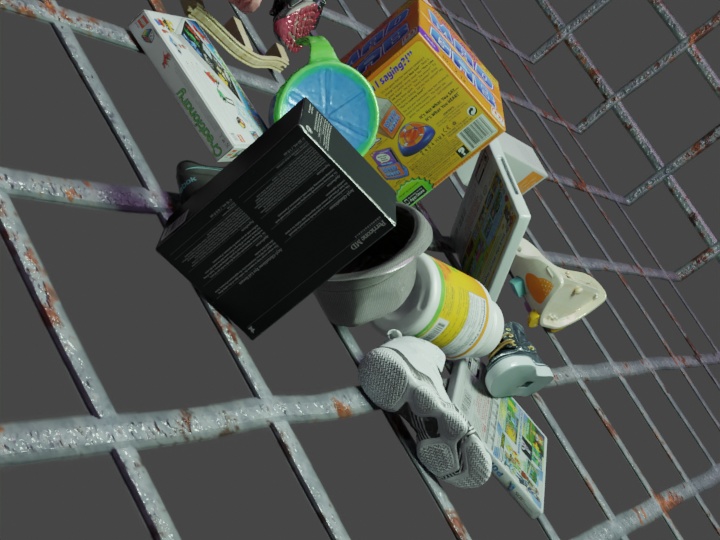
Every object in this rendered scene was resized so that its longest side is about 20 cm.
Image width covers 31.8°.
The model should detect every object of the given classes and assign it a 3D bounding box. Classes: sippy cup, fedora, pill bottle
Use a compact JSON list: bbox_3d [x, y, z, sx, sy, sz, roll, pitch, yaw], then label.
[{"bbox_3d":[-0.059,-0.196,1.618,0.139,0.179,0.130,31,-4,-19],"label":"sippy cup"},{"bbox_3d":[0.000,0.000,1.464,0.200,0.175,0.091,-55,140,-52],"label":"fedora"},{"bbox_3d":[0.100,0.051,1.605,0.199,0.111,0.112,24,34,-52],"label":"pill bottle"}]

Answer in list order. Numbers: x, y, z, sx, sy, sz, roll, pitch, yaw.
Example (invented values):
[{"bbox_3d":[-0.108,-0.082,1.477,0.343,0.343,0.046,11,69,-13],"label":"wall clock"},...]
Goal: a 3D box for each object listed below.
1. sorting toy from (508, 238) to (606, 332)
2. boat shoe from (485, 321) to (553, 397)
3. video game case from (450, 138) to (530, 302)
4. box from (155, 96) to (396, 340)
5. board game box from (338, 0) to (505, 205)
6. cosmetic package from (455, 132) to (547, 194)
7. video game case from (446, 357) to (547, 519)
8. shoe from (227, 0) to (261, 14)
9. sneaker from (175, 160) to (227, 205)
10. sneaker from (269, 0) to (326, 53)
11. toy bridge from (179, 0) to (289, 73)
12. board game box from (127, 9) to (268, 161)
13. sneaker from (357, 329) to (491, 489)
[{"bbox_3d":[0.293,0.001,2.127,0.199,0.107,0.181,15,35,-57],"label":"sorting toy"},{"bbox_3d":[0.196,0.118,1.716,0.091,0.071,0.200,58,14,20],"label":"boat shoe"},{"bbox_3d":[0.191,-0.065,1.896,0.023,0.201,0.183,2,43,-18],"label":"video game case"},{"bbox_3d":[-0.082,-0.049,1.254,0.141,0.199,0.079,46,21,-18],"label":"box"},{"bbox_3d":[0.079,-0.261,1.932,0.200,0.199,0.201,45,22,-20],"label":"board game box"},{"bbox_3d":[0.255,-0.194,2.337,0.199,0.101,0.072,16,41,-56],"label":"cosmetic package"},{"bbox_3d":[0.179,0.205,1.653,0.183,0.022,0.200,49,20,-9],"label":"video game case"},{"bbox_3d":[-0.184,-0.392,1.698,0.090,0.072,0.200,28,8,-22],"label":"shoe"},{"bbox_3d":[-0.118,-0.077,1.385,0.199,0.076,0.080,14,34,-49],"label":"sneaker"},{"bbox_3d":[-0.107,-0.392,1.944,0.074,0.081,0.200,21,24,0],"label":"sneaker"},{"bbox_3d":[-0.169,-0.318,1.740,0.199,0.027,0.068,25,35,-49],"label":"toy bridge"},{"bbox_3d":[-0.188,-0.222,1.536,0.201,0.034,0.126,56,20,8],"label":"board game box"},{"bbox_3d":[0.085,0.152,1.459,0.200,0.075,0.115,47,24,-5],"label":"sneaker"}]
